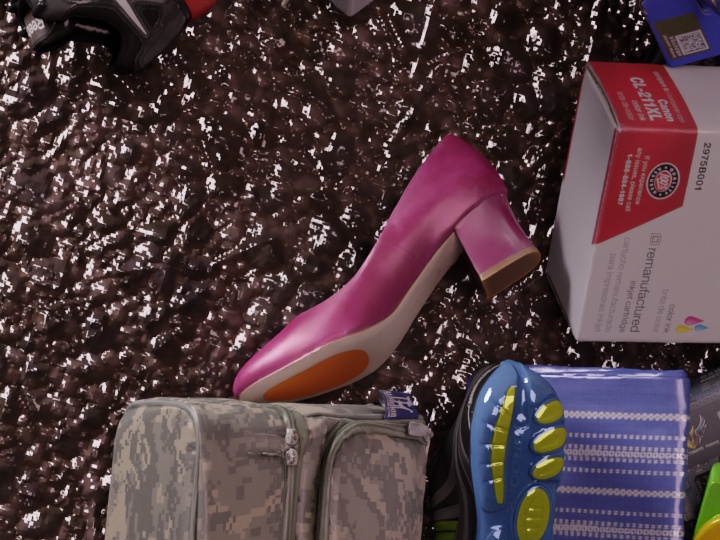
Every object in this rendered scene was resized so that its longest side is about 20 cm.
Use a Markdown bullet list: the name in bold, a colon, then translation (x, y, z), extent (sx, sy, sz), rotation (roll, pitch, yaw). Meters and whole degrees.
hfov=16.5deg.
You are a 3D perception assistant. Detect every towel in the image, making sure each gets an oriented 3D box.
- **towel**: translation (0.121, 0.154, 1.422), extent (0.145, 0.024, 0.201), rotation (-1, 82, 32)

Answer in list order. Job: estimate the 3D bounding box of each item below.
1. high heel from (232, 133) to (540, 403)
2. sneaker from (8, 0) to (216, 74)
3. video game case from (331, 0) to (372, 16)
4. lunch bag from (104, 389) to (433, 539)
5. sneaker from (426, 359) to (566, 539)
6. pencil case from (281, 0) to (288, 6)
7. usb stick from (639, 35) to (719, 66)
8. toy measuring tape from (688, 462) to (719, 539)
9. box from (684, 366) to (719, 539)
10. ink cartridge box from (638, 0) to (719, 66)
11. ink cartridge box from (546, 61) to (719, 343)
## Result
- **high heel**: translation (0.000, 0.000, 1.445), extent (0.200, 0.067, 0.096), rotation (-31, 67, -3)
- **sneaker**: translation (-0.183, -0.182, 1.414), extent (0.200, 0.071, 0.098), rotation (33, 76, -8)
- **video game case**: translation (0.062, -0.246, 1.404), extent (0.182, 0.200, 0.023), rotation (-38, 74, -18)
- **lunch bag**: translation (-0.045, 0.164, 1.376), extent (0.167, 0.139, 0.201), rotation (6, 83, -28)
- **sneaker**: translation (0.073, 0.146, 1.405), extent (0.071, 0.083, 0.200), rotation (7, 102, -11)
- **pencil case**: translation (-0.103, -0.239, 1.433), extent (0.200, 0.078, 0.090), rotation (29, 53, -8)
- **usb stick**: translation (0.199, -0.127, 1.511), extent (0.055, 0.033, 0.200), rotation (32, 78, -15)
- **toy measuring tape**: translation (0.210, 0.193, 1.407), extent (0.073, 0.074, 0.200), rotation (9, 112, -11)
- **box**: translation (0.271, 0.118, 1.441), extent (0.200, 0.051, 0.158), rotation (-25, 99, 9)
- **ink cartridge box**: translation (0.187, -0.214, 1.417), extent (0.076, 0.137, 0.200), rotation (-13, 41, 22)
- **ink cartridge box**: translation (0.223, -0.038, 1.445), extent (0.199, 0.083, 0.146), rotation (1, 121, -12)
